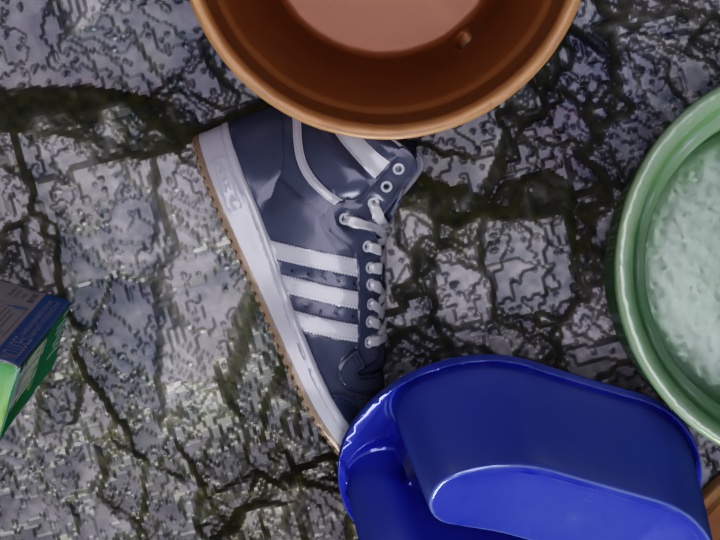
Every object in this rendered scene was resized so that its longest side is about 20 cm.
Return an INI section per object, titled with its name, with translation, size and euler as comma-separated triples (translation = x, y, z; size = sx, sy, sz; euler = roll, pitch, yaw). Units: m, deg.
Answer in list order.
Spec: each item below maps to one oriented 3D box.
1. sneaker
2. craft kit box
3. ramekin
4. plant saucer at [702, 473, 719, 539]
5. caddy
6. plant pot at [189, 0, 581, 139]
[sneaker]
translation = 0.000, 0.000, 1.317
size = 0.108, 0.070, 0.201
euler = -25, 93, 5
[craft kit box]
translation = -0.254, 0.022, 1.254
size = 0.196, 0.200, 0.049
euler = 18, 98, -1
[ramekin]
translation = 0.219, -0.002, 1.290
size = 0.199, 0.098, 0.201
euler = 0, 89, -5
[plant saucer]
translation = 0.256, 0.189, 1.354
size = 0.199, 0.037, 0.201
euler = 0, 97, 0
[caddy]
translation = 0.086, 0.119, 1.297
size = 0.199, 0.105, 0.142
euler = 18, 125, -21
[plant pot]
translation = 0.013, -0.170, 1.262
size = 0.199, 0.140, 0.201
euler = 0, 97, 1
